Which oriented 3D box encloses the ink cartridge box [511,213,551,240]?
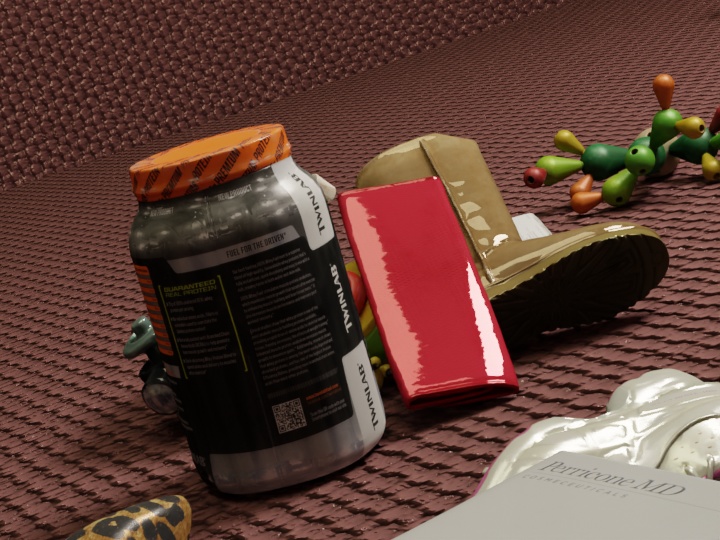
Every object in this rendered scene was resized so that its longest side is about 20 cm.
[{"bbox_3d":[0.049,0.015,1.265,0.199,0.051,0.109,-17,13,1],"label":"ink cartridge box"}]

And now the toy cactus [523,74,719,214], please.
[{"bbox_3d":[0.255,-0.112,1.520,0.199,0.103,0.165,-20,0,21],"label":"toy cactus"}]

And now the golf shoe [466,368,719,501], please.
[{"bbox_3d":[0.123,0.096,0.740,0.091,0.076,0.200,1,21,45],"label":"golf shoe"}]

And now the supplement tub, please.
[{"bbox_3d":[-0.065,0.021,1.010,0.122,0.201,0.123,-14,12,3],"label":"supplement tub"}]

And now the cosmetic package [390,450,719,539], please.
[{"bbox_3d":[0.058,0.149,0.454,0.199,0.123,0.199,-21,13,-30],"label":"cosmetic package"}]

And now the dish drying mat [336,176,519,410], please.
[{"bbox_3d":[0.041,0.011,1.099,0.076,0.018,0.200,-10,44,-7],"label":"dish drying mat"}]

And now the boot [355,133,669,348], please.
[{"bbox_3d":[0.100,-0.037,1.187,0.174,0.066,0.200,-19,39,-4],"label":"boot"}]

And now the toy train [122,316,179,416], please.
[{"bbox_3d":[-0.091,0.023,1.209,0.114,0.085,0.200,-29,20,33],"label":"toy train"}]

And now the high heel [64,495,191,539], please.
[{"bbox_3d":[-0.084,0.157,0.698,0.142,0.072,0.200,-15,26,36],"label":"high heel"}]

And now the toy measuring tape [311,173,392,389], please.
[{"bbox_3d":[0.000,0.000,1.168,0.073,0.074,0.201,-14,51,8],"label":"toy measuring tape"}]
